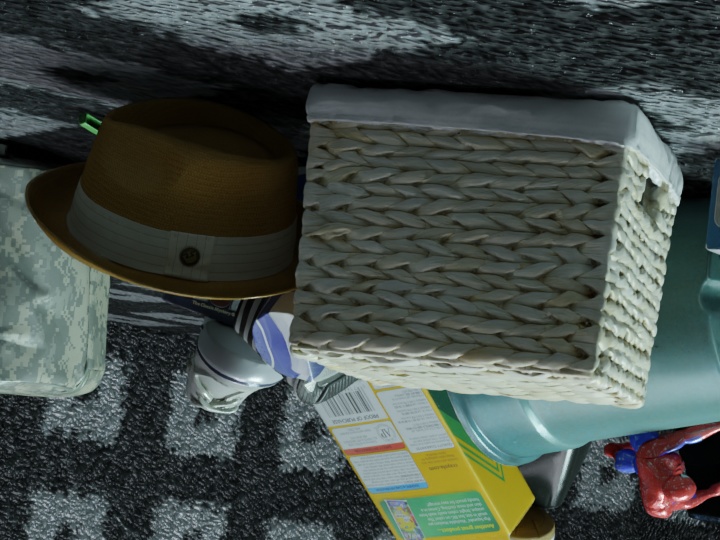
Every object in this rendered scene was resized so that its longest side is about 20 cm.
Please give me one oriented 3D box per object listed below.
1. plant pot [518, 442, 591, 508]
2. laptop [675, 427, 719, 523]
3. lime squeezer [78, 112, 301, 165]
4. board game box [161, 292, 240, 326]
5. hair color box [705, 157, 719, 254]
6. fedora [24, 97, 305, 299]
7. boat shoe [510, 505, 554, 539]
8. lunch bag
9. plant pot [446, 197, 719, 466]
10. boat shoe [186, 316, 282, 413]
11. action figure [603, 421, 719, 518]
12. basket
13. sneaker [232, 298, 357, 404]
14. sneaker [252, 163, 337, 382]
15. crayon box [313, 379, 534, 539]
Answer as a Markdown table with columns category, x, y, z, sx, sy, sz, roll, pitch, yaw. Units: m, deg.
| category | x | y | z | sx | sy | sz | roll | pitch | yaw |
| --- | --- | --- | --- | --- | --- | --- | --- | --- | --- |
| plant pot | 0.123 | 0.094 | 1.660 | 0.199 | 0.178 | 0.200 | 5 | -163 | 16 |
| laptop | 0.319 | 0.083 | 1.416 | 0.103 | 0.201 | 0.177 | -10 | -178 | -27 |
| lime squeezer | -0.109 | -0.073 | 1.356 | 0.199 | 0.038 | 0.071 | 10 | 173 | -18 |
| board game box | -0.082 | 0.021 | 1.506 | 0.135 | 0.035 | 0.200 | 20 | -176 | -4 |
| hair color box | 0.307 | -0.023 | 1.206 | 0.100 | 0.061 | 0.200 | 3 | 173 | 36 |
| fedora | -0.103 | -0.054 | 1.176 | 0.200 | 0.082 | 0.201 | 11 | -156 | -5 |
| boat shoe | 0.092 | 0.221 | 1.669 | 0.071 | 0.070 | 0.200 | -15 | -156 | -30 |
| lunch bag | -0.283 | 0.003 | 1.545 | 0.139 | 0.201 | 0.168 | 4 | 177 | 5 |
| plant pot | 0.185 | 0.032 | 1.341 | 0.195 | 0.201 | 0.200 | -7 | 167 | 35 |
| boat shoe | -0.100 | 0.076 | 1.443 | 0.071 | 0.070 | 0.200 | 20 | -176 | -12 |
| action figure | 0.238 | 0.131 | 1.408 | 0.098 | 0.066 | 0.200 | -10 | -170 | 1 |
| basket | 0.080 | -0.010 | 1.144 | 0.199 | 0.162 | 0.198 | 4 | 172 | 18 |
| sneaker | -0.009 | 0.012 | 1.360 | 0.115 | 0.076 | 0.200 | 40 | -140 | 24 |
| sneaker | -0.041 | -0.010 | 1.287 | 0.115 | 0.200 | 0.081 | 9 | 131 | 22 |
| crayon box | 0.055 | 0.154 | 1.569 | 0.125 | 0.200 | 0.052 | -12 | -155 | 43 |
